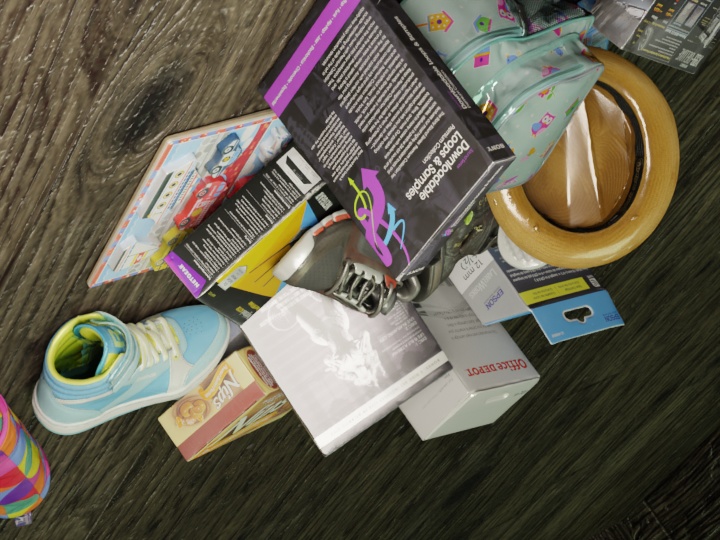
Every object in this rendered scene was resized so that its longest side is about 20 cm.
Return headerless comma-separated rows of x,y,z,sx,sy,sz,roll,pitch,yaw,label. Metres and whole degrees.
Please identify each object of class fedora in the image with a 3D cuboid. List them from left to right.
0.194,-0.105,1.814,0.200,0.201,0.082,-34,-171,-5,fedora

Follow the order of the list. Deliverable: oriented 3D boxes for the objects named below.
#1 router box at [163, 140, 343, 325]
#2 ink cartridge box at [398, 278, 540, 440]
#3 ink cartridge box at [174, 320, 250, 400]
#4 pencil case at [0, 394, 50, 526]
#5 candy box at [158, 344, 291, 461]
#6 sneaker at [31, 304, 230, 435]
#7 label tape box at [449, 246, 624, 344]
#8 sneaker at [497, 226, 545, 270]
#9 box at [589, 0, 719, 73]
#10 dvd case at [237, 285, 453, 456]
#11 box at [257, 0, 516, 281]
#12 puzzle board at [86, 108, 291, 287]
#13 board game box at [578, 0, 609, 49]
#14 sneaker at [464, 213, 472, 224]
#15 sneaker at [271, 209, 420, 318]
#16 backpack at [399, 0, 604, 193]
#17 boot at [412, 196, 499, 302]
-0.082,-0.028,1.725,0.149,0.051,0.200,-42,169,0,router box
0.070,0.064,2.031,0.086,0.201,0.146,-45,159,28,ink cartridge box
-0.108,0.056,1.956,0.200,0.042,0.119,-39,163,19,ink cartridge box
-0.333,0.165,1.769,0.088,0.089,0.200,-32,160,-10,pencil case
-0.099,0.113,1.940,0.115,0.055,0.200,-41,170,25,candy box
-0.198,0.070,1.775,0.199,0.080,0.131,-28,162,-22,sneaker
0.163,0.001,2.041,0.143,0.201,0.066,-12,153,-49,label tape box
0.200,-0.082,1.901,0.201,0.078,0.079,-59,165,-8,sneaker
0.302,-0.267,1.813,0.158,0.050,0.200,-56,156,17,box
-0.027,0.049,1.844,0.148,0.201,0.016,-34,-176,-5,dvd case
0.017,-0.113,1.509,0.036,0.201,0.143,-16,154,-45,box
-0.136,-0.060,1.664,0.150,0.017,0.200,-20,155,-40,puzzle board
0.142,-0.164,1.862,0.199,0.037,0.152,-32,161,-12,board game box
0.029,-0.093,1.706,0.083,0.072,0.200,-33,137,15,sneaker
0.000,0.000,1.737,0.077,0.082,0.200,-45,162,24,sneaker
0.086,-0.150,1.614,0.199,0.154,0.176,-11,146,-41,backpack
0.104,-0.074,1.869,0.174,0.069,0.201,-35,152,-41,boot
